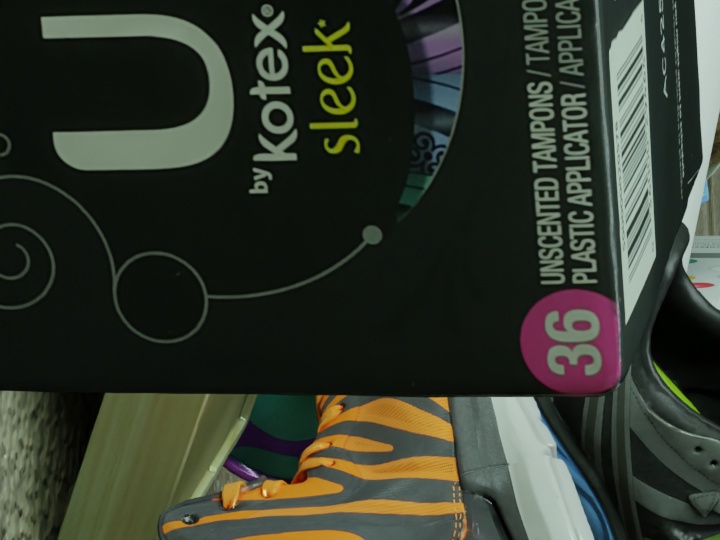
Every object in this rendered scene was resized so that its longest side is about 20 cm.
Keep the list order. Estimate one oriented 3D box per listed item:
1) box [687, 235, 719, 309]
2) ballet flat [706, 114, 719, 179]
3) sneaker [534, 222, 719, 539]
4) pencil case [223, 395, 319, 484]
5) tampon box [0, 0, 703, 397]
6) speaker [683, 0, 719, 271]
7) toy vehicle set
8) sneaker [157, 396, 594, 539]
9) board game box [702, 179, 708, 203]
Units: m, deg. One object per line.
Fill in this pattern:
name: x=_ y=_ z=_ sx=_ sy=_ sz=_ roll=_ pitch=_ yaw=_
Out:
box: x=0.072 y=0.021 z=1.154 sx=0.200 sy=0.155 sz=0.041 roll=-39 pitch=126 yaw=-73
ballet flat: x=0.082 y=-0.037 z=1.102 sx=0.072 sy=0.200 sz=0.068 roll=27 pitch=43 yaw=-43
sneaker: x=0.112 y=0.068 z=0.877 sx=0.200 sy=0.082 sz=0.071 roll=57 pitch=34 yaw=-21
pencil case: x=0.000 y=0.000 z=0.989 sx=0.093 sy=0.085 sz=0.200 roll=50 pitch=25 yaw=-9
tampon box: x=-0.044 y=-0.067 z=0.543 sx=0.126 sy=0.199 sz=0.151 roll=-56 pitch=143 yaw=-67
speaker: x=0.080 y=-0.089 z=0.907 sx=0.081 sy=0.081 sz=0.201 roll=-50 pitch=151 yaw=-71
toy vehicle set: x=-0.031 y=-0.015 z=0.807 sx=0.124 sy=0.026 sz=0.201 roll=-60 pitch=171 yaw=-64
sneaker: x=-0.008 y=0.052 z=0.798 sx=0.200 sy=0.112 sz=0.078 roll=-112 pitch=-173 yaw=-54
board game box: x=0.070 y=-0.132 z=1.173 sx=0.200 sy=0.036 sz=0.152 roll=53 pitch=-18 yaw=44
